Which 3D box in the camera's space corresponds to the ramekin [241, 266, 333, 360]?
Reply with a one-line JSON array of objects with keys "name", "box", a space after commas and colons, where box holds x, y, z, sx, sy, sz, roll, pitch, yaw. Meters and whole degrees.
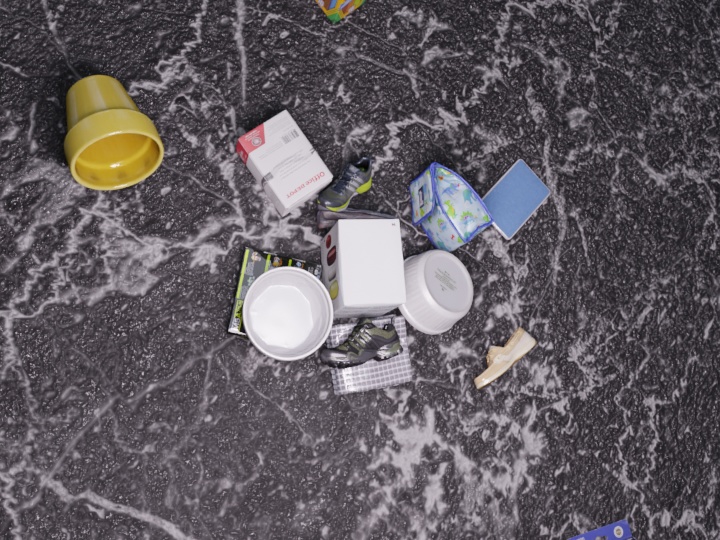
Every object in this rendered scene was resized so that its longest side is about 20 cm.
[{"name": "ramekin", "box": [-0.165, 0.099, 1.491, 0.197, 0.105, 0.204, 3, 80, -14]}]

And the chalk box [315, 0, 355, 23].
[{"name": "chalk box", "box": [-0.040, -0.750, 1.698, 0.124, 0.200, 0.124, -40, 90, -19]}]

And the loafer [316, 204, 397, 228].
[{"name": "loafer", "box": [-0.011, -0.121, 1.655, 0.196, 0.072, 0.064, 9, 96, -8]}]

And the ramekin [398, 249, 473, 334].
[{"name": "ramekin", "box": [0.182, 0.044, 1.618, 0.200, 0.094, 0.205, 16, 60, -29]}]

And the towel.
[{"name": "towel", "box": [0.025, 0.195, 1.582, 0.197, 0.086, 0.168, -9, 82, -17]}]

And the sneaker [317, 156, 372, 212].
[{"name": "sneaker", "box": [-0.036, -0.212, 1.619, 0.073, 0.082, 0.200, 29, 45, 15]}]

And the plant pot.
[{"name": "plant pot", "box": [-0.554, -0.311, 1.476, 0.198, 0.201, 0.191, -19, 70, -18]}]

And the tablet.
[{"name": "tablet", "box": [0.411, -0.192, 1.809, 0.130, 0.014, 0.200, 46, 72, -3]}]

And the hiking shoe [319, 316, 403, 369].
[{"name": "hiking shoe", "box": [-0.005, 0.159, 1.509, 0.197, 0.076, 0.102, -6, 74, -25]}]

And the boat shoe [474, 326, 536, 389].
[{"name": "boat shoe", "box": [0.347, 0.216, 1.681, 0.199, 0.074, 0.069, -36, 78, -20]}]

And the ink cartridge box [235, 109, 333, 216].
[{"name": "ink cartridge box", "box": [-0.183, -0.254, 1.616, 0.146, 0.083, 0.201, -35, 90, -19]}]

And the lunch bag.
[{"name": "lunch bag", "box": [0.204, -0.155, 1.653, 0.127, 0.170, 0.201, -33, 90, -17]}]

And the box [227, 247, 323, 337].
[{"name": "box", "box": [-0.196, 0.066, 1.568, 0.190, 0.048, 0.203, 12, 77, -11]}]

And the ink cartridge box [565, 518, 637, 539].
[{"name": "ink cartridge box", "box": [0.614, 0.740, 1.657, 0.196, 0.041, 0.203, -11, 82, -18]}]

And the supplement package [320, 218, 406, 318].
[{"name": "supplement package", "box": [0.000, 0.000, 1.554, 0.145, 0.200, 0.195, -1, 78, -16]}]
